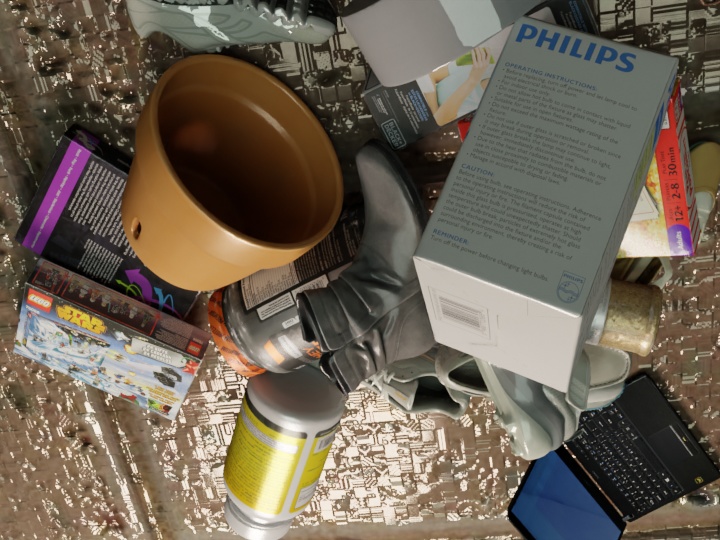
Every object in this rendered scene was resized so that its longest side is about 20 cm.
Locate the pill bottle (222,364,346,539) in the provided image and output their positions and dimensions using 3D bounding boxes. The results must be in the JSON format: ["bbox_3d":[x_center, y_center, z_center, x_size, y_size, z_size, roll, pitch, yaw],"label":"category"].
[{"bbox_3d":[-0.093,0.204,1.047,0.110,0.113,0.203,17,119,-5],"label":"pill bottle"}]

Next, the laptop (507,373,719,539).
[{"bbox_3d":[0.287,0.250,1.043,0.198,0.104,0.178,-33,112,21],"label":"laptop"}]

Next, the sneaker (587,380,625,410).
[{"bbox_3d":[0.193,0.084,0.976,0.196,0.077,0.082,18,114,-9],"label":"sneaker"}]

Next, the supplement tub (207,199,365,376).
[{"bbox_3d":[-0.048,0.024,0.936,0.197,0.123,0.124,-26,115,19],"label":"supplement tub"}]

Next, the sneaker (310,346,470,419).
[{"bbox_3d":[0.029,0.104,0.991,0.195,0.093,0.077,10,121,0],"label":"sneaker"}]

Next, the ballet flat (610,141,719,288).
[{"bbox_3d":[0.297,-0.029,0.905,0.067,0.064,0.202,8,127,-32],"label":"ballet flat"}]

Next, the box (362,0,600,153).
[{"bbox_3d":[0.104,-0.188,0.808,0.197,0.117,0.061,-23,113,19],"label":"box"}]

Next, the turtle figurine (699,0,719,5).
[{"bbox_3d":[0.279,-0.244,0.732,0.195,0.162,0.066,5,121,2],"label":"turtle figurine"}]

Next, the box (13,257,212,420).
[{"bbox_3d":[-0.272,0.079,1.014,0.197,0.040,0.138,25,138,-9],"label":"box"}]

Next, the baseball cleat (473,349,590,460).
[{"bbox_3d":[0.145,0.066,0.848,0.105,0.070,0.204,-23,100,-8],"label":"baseball cleat"}]

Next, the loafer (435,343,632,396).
[{"bbox_3d":[0.171,0.096,0.911,0.195,0.070,0.072,-4,102,1],"label":"loafer"}]

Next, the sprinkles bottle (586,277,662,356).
[{"bbox_3d":[0.182,0.029,0.888,0.195,0.069,0.070,12,121,9],"label":"sprinkles bottle"}]

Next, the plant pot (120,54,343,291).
[{"bbox_3d":[-0.132,-0.075,0.862,0.199,0.202,0.140,37,134,-16],"label":"plant pot"}]

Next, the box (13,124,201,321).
[{"bbox_3d":[-0.244,-0.039,0.970,0.198,0.036,0.144,32,118,-11],"label":"box"}]

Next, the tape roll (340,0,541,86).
[{"bbox_3d":[0.081,-0.231,0.734,0.198,0.201,0.067,-30,110,20],"label":"tape roll"}]

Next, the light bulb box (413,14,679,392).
[{"bbox_3d":[0.140,-0.043,0.711,0.123,0.203,0.199,20,163,16],"label":"light bulb box"}]

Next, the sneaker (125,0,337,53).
[{"bbox_3d":[-0.117,-0.233,0.836,0.195,0.076,0.082,13,135,0],"label":"sneaker"}]

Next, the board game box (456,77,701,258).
[{"bbox_3d":[0.201,-0.086,0.858,0.196,0.046,0.154,-2,121,31],"label":"board game box"}]

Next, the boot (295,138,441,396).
[{"bbox_3d":[0.000,0.000,0.810,0.129,0.070,0.204,-22,101,-14],"label":"boot"}]
